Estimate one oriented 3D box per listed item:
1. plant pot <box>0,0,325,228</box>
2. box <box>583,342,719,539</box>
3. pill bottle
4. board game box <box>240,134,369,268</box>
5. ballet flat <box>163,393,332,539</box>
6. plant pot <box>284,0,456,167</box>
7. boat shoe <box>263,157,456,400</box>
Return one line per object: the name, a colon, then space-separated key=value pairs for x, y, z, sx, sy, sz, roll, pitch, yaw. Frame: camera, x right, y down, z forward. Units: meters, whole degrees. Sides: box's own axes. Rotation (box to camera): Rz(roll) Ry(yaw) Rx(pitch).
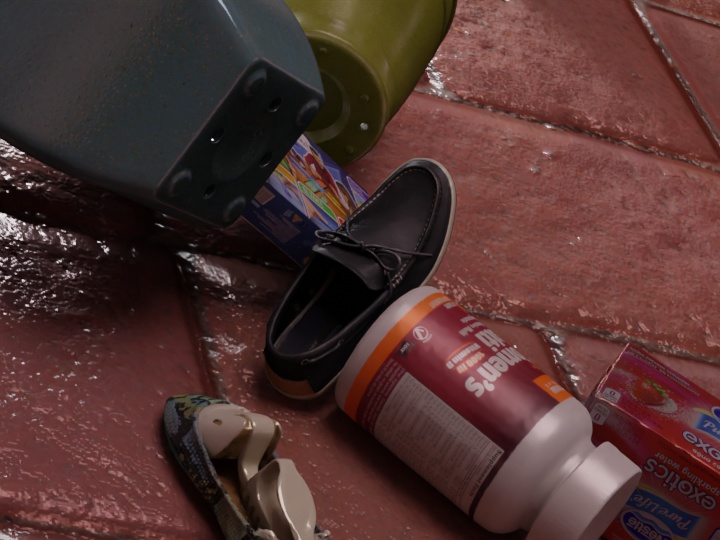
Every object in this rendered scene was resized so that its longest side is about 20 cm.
plant pot: x=-0.142 y=-0.138 z=1.473 sx=0.200 sy=0.197 sz=0.196 roll=40 pitch=7 yaw=25
box: x=0.240 y=0.157 z=1.573 sx=0.200 sy=0.100 sz=0.095 roll=32 pitch=31 yaw=7
pill bottle: x=0.088 y=0.110 z=1.510 sx=0.200 sy=0.110 sz=0.110 roll=38 pitch=32 yaw=16
board game box: x=-0.043 y=-0.054 z=1.621 sx=0.200 sy=0.034 sz=0.136 roll=41 pitch=21 yaw=-43
ballet flat: x=-0.065 y=0.132 z=1.394 sx=0.074 sy=0.074 sz=0.200 roll=2 pitch=40 yaw=-37
plant pot: x=-0.031 y=-0.184 z=1.762 sx=0.200 sy=0.201 sz=0.193 roll=24 pitch=37 yaw=-8
boat shoe: x=0.000 y=0.000 z=1.534 sx=0.075 sy=0.200 sz=0.062 roll=31 pitch=-16 yaw=25
